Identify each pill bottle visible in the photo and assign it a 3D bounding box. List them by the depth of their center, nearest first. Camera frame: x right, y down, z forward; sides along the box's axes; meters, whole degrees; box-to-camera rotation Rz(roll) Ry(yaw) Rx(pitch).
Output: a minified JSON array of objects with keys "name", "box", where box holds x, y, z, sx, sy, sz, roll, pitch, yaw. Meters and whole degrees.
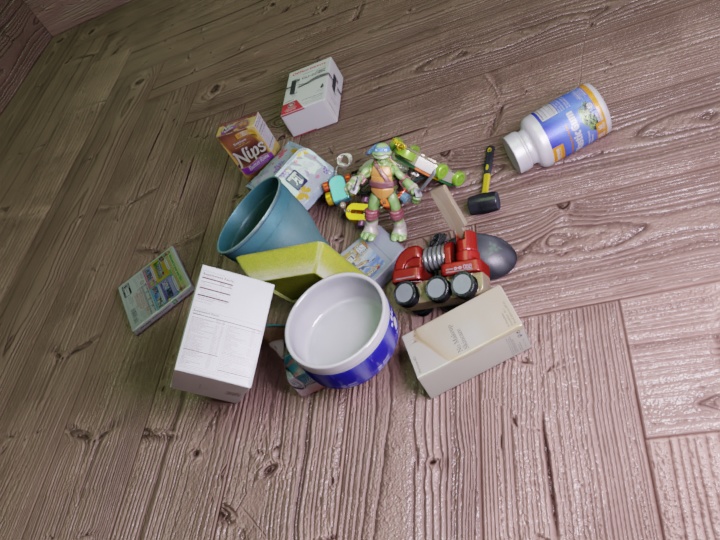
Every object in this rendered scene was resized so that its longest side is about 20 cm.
[{"name":"pill bottle","box":[0.394,-0.281,1.378,0.198,0.113,0.113,-29,43,6]}]

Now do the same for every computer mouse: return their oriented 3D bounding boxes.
[{"name":"computer mouse","box":[0.204,-0.030,1.318,0.197,0.053,0.140,1,53,33]}]

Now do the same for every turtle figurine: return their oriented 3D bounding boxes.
[{"name":"turtle figurine","box":[0.045,-0.141,1.363,0.142,0.197,0.200,-18,36,-19]}]

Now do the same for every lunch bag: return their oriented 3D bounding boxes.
[{"name":"lunch bag","box":[-0.160,-0.208,1.640,0.170,0.127,0.199,-46,40,-7]}]

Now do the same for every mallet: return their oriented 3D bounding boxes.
[{"name":"mallet","box":[0.277,-0.197,1.435,0.065,0.041,0.202,-3,48,31]}]

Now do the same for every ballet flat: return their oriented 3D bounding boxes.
[{"name":"ballet flat","box":[-0.127,0.143,1.375,0.196,0.068,0.074,-7,68,22]},{"name":"ballet flat","box":[0.062,-0.230,1.565,0.196,0.076,0.069,-12,43,23]}]

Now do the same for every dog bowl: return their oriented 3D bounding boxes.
[{"name":"dog bowl","box":[-0.033,0.107,1.224,0.197,0.079,0.203,-15,48,17]}]

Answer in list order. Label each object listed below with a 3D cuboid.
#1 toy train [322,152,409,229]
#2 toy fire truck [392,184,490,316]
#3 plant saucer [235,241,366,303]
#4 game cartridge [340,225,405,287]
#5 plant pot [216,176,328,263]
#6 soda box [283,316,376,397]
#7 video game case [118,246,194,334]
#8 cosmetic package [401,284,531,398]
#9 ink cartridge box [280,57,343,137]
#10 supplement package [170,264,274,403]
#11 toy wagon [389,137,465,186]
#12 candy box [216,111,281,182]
[{"name":"toy train","box":[0.011,-0.174,1.544,0.198,0.056,0.151,33,84,23]},{"name":"toy fire truck","box":[0.142,-0.034,1.256,0.173,0.128,0.204,-10,69,28]},{"name":"plant saucer","box":[-0.114,0.015,1.335,0.197,0.199,0.049,-9,66,25]},{"name":"game cartridge","box":[0.000,0.000,1.432,0.199,0.042,0.133,-40,39,-5]},{"name":"plant pot","box":[-0.176,-0.063,1.463,0.199,0.188,0.202,-36,30,25]},{"name":"soda box","box":[-0.044,0.162,1.289,0.197,0.069,0.064,-26,44,8]},{"name":"video game case","box":[-0.521,0.046,1.723,0.181,0.022,0.200,-38,42,-3]},{"name":"cosmetic package","box":[0.183,0.124,1.182,0.198,0.073,0.104,-28,43,5]},{"name":"ink cartridge box","box":[-0.134,-0.489,1.908,0.142,0.084,0.203,-15,46,21]},{"name":"supplement package","box":[-0.270,0.129,1.315,0.191,0.144,0.204,134,149,-65]},{"name":"toy wagon","box":[0.127,-0.234,1.442,0.155,0.198,0.040,38,107,36]},{"name":"candy box","box":[-0.265,-0.299,1.736,0.115,0.201,0.057,-11,46,23]}]
